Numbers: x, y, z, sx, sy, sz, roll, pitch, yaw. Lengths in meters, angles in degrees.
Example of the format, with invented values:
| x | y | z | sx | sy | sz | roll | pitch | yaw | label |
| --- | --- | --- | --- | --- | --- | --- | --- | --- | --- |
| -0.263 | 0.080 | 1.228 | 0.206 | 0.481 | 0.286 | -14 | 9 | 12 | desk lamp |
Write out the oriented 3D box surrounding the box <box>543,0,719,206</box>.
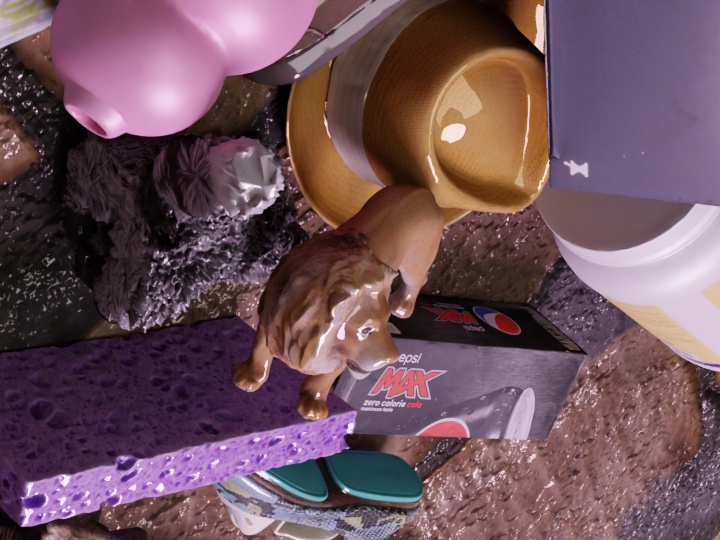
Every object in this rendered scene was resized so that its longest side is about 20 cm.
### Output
| x | y | z | sx | sy | sz | roll | pitch | yaw | label |
| --- | --- | --- | --- | --- | --- | --- | --- | --- | --- |
| 0.170 | -0.171 | 0.943 | 0.200 | 0.117 | 0.197 | -65 | 156 | -44 | box |

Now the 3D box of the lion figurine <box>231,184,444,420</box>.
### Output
| x | y | z | sx | sy | sz | roll | pitch | yaw | label |
| --- | --- | --- | --- | --- | --- | --- | --- | --- | --- |
| 0.000 | 0.000 | 0.919 | 0.123 | 0.072 | 0.200 | -63 | 179 | 37 | lion figurine |

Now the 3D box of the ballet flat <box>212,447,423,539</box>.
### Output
| x | y | z | sx | sy | sz | roll | pitch | yaw | label |
| --- | --- | --- | --- | --- | --- | --- | --- | --- | --- |
| -0.041 | 0.134 | 1.093 | 0.200 | 0.074 | 0.074 | 24 | 102 | -45 | ballet flat |

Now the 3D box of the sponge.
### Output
| x | y | z | sx | sy | sz | roll | pitch | yaw | label |
| --- | --- | --- | --- | --- | --- | --- | --- | --- | --- |
| -0.112 | 0.072 | 0.941 | 0.200 | 0.112 | 0.030 | -9 | 123 | -38 | sponge |

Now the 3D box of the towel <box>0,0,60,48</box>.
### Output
| x | y | z | sx | sy | sz | roll | pitch | yaw | label |
| --- | --- | --- | --- | --- | --- | --- | --- | --- | --- |
| -0.205 | -0.158 | 0.735 | 0.171 | 0.048 | 0.200 | -31 | 136 | -26 | towel |

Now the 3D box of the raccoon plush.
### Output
| x | y | z | sx | sy | sz | roll | pitch | yaw | label |
| --- | --- | --- | --- | --- | --- | --- | --- | --- | --- |
| -0.051 | -0.026 | 0.882 | 0.134 | 0.200 | 0.097 | -12 | 101 | -35 | raccoon plush |

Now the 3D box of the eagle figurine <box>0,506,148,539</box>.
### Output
| x | y | z | sx | sy | sz | roll | pitch | yaw | label |
| --- | --- | --- | --- | --- | --- | --- | --- | --- | --- |
| -0.210 | 0.176 | 0.945 | 0.200 | 0.151 | 0.152 | -29 | 99 | 19 | eagle figurine |

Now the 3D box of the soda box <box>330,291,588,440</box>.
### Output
| x | y | z | sx | sy | sz | roll | pitch | yaw | label |
| --- | --- | --- | --- | --- | --- | --- | --- | --- | --- |
| 0.046 | 0.058 | 1.114 | 0.200 | 0.063 | 0.071 | 7 | 114 | -45 | soda box |

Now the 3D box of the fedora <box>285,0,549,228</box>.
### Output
| x | y | z | sx | sy | sz | roll | pitch | yaw | label |
| --- | --- | --- | --- | --- | --- | --- | --- | --- | --- |
| 0.054 | -0.087 | 0.995 | 0.200 | 0.082 | 0.201 | -24 | 134 | -27 | fedora |

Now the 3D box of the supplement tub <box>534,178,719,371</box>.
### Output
| x | y | z | sx | sy | sz | roll | pitch | yaw | label |
| --- | --- | --- | --- | --- | --- | --- | --- | --- | --- |
| 0.206 | -0.032 | 1.129 | 0.146 | 0.145 | 0.200 | -53 | 140 | 3 | supplement tub |

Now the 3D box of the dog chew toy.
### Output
| x | y | z | sx | sy | sz | roll | pitch | yaw | label |
| --- | --- | --- | --- | --- | --- | --- | --- | --- | --- |
| -0.062 | -0.144 | 0.797 | 0.200 | 0.124 | 0.125 | -56 | 142 | -14 | dog chew toy |

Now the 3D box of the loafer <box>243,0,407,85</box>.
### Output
| x | y | z | sx | sy | sz | roll | pitch | yaw | label |
| --- | --- | --- | --- | --- | --- | --- | --- | --- | --- |
| 0.011 | -0.173 | 0.898 | 0.200 | 0.073 | 0.071 | -42 | 139 | -10 | loafer |
